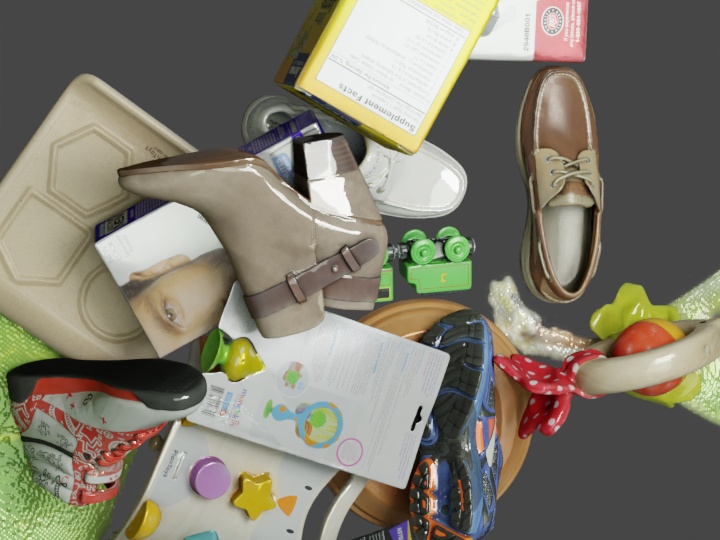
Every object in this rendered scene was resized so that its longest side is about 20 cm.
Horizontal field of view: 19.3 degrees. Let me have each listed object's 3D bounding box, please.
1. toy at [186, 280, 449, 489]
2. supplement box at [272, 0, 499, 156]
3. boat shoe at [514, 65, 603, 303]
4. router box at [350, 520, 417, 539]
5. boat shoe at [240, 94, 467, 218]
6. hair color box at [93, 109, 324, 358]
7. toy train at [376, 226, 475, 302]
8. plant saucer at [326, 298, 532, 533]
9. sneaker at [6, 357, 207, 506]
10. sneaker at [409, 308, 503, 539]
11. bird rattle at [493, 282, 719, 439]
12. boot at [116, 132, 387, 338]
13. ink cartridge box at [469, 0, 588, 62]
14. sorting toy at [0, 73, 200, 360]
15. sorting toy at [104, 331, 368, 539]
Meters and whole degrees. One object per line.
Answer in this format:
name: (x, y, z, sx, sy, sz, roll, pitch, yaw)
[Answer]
toy: (-0.037, 0.089, 1.686, 0.199, 0.047, 0.116, 20, 90, -27)
supplement box: (0.032, -0.203, 1.619, 0.108, 0.109, 0.201, 29, 90, -13)
boat shoe: (0.174, -0.071, 1.772, 0.075, 0.072, 0.202, -6, 98, -13)
router box: (0.001, 0.316, 1.736, 0.156, 0.052, 0.201, -20, 121, 5)
boat shoe: (0.000, -0.088, 1.730, 0.199, 0.069, 0.071, 17, 91, -15)
hair color box: (-0.099, -0.029, 1.669, 0.199, 0.065, 0.110, -28, 106, 3)
toy train: (0.000, 0.000, 1.758, 0.198, 0.042, 0.057, -5, 108, -13)
plant saucer: (0.055, 0.125, 1.785, 0.198, 0.037, 0.202, -1, 96, -13)
sneaker: (-0.191, 0.129, 1.664, 0.067, 0.200, 0.109, -27, 112, -50)
sneaker: (0.081, 0.132, 1.743, 0.075, 0.078, 0.202, 2, 83, 29)
bird rattle: (0.216, 0.069, 1.743, 0.199, 0.162, 0.114, -10, 88, -45)
boot: (-0.077, -0.021, 1.605, 0.198, 0.070, 0.148, -8, 104, -6)
ink cartridge box: (0.081, -0.245, 1.723, 0.198, 0.084, 0.146, 1, 97, -12)
sorting toy: (-0.207, -0.029, 1.710, 0.185, 0.036, 0.201, 35, 92, -14)
sorting toy: (-0.089, 0.174, 1.722, 0.179, 0.107, 0.201, 22, 91, -16)
